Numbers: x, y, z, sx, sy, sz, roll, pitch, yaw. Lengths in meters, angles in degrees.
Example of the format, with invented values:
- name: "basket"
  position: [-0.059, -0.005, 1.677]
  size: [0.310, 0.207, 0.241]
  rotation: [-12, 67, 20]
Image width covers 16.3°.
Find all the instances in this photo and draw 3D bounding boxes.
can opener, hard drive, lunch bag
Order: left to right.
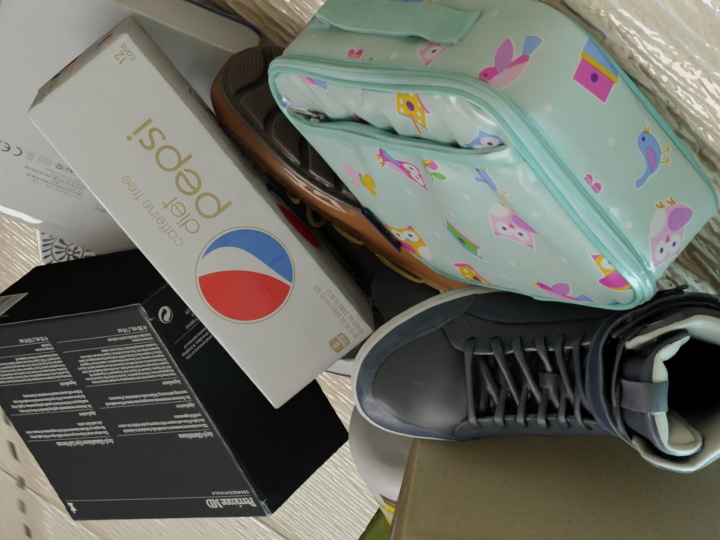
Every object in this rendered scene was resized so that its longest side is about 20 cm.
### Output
- name: "hard drive"
  position: [-0.147, -0.087, 1.371]
  size: [0.132, 0.025, 0.200]
  rotation: [22, 140, -8]
- name: "can opener"
  position: [0.000, 0.000, 1.394]
  size: [0.053, 0.067, 0.200]
  rotation: [7, -154, -39]
- name: "lunch bag"
  position: [0.051, -0.060, 1.147]
  size: [0.160, 0.077, 0.200]
  rotation: [46, 161, -30]

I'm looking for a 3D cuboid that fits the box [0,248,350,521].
- name: "box"
  position: [-0.121, 0.064, 1.420]
  size: [0.200, 0.079, 0.141]
  rotation: [-7, 116, 51]

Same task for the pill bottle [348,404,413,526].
- name: "pill bottle"
  position: [0.074, 0.135, 1.425]
  size: [0.109, 0.109, 0.200]
  rotation: [23, 153, 38]

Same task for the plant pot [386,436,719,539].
- name: "plant pot"
  position: [0.097, 0.166, 1.257]
  size: [0.177, 0.200, 0.200]
  rotation: [14, 123, -1]

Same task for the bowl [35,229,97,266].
- name: "bowl"
  position: [-0.104, -0.005, 1.528]
  size: [0.201, 0.094, 0.201]
  rotation: [29, 131, 41]

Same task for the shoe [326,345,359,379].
- name: "shoe"
  position: [0.034, 0.060, 1.521]
  size: [0.200, 0.072, 0.091]
  rotation: [13, 148, 44]

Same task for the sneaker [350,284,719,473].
- name: "sneaker"
  position: [0.094, 0.049, 1.163]
  size: [0.202, 0.077, 0.146]
  rotation: [-7, -172, 2]

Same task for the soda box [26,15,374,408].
- name: "soda box"
  position: [-0.079, -0.030, 1.284]
  size: [0.200, 0.068, 0.064]
  rotation: [50, -172, -12]

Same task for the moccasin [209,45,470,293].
- name: "moccasin"
  position: [0.009, -0.044, 1.302]
  size: [0.201, 0.074, 0.078]
  rotation: [29, 157, -11]

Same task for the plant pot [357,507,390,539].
- name: "plant pot"
  position: [0.084, 0.196, 1.634]
  size: [0.200, 0.200, 0.193]
  rotation: [32, 151, 14]
